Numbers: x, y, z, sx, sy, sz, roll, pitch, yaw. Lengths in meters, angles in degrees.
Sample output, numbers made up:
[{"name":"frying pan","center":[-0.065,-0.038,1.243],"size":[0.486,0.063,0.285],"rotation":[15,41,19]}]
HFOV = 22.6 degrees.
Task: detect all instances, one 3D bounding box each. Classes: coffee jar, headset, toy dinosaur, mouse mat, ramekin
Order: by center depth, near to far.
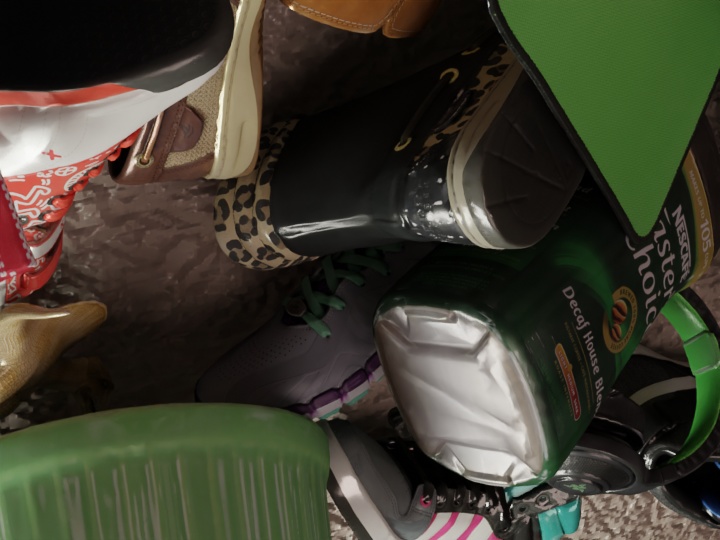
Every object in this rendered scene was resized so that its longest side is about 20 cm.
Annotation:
[{"name":"mouse mat","center":[0.114,-0.121,0.734],"size":[0.200,0.007,0.162],"rotation":[48,62,-51]},{"name":"toy dinosaur","center":[-0.156,0.036,0.775],"size":[0.101,0.058,0.200],"rotation":[-26,167,-6]},{"name":"coffee jar","center":[0.095,-0.001,0.822],"size":[0.200,0.085,0.105],"rotation":[-47,128,-38]},{"name":"ramekin","center":[-0.103,0.140,0.822],"size":[0.199,0.098,0.200],"rotation":[-10,159,-4]},{"name":"headset","center":[0.107,0.054,0.909],"size":[0.199,0.124,0.094],"rotation":[-11,165,-25]}]

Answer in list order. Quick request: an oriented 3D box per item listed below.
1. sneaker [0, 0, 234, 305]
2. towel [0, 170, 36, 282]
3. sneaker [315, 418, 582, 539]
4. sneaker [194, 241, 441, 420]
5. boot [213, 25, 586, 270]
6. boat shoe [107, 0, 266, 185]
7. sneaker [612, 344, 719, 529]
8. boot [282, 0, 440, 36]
[{"name":"sneaker","center":[-0.126,-0.047,0.708],"size":[0.200,0.068,0.108],"rotation":[-16,139,14]},{"name":"towel","center":[-0.232,-0.033,0.644],"size":[0.199,0.022,0.145],"rotation":[-20,100,2]},{"name":"sneaker","center":[0.057,0.108,0.963],"size":[0.120,0.084,0.200],"rotation":[-35,144,6]},{"name":"sneaker","center":[0.000,0.000,0.862],"size":[0.199,0.074,0.088],"rotation":[-29,126,-23]},{"name":"boot","center":[0.037,-0.071,0.802],"size":[0.204,0.153,0.074],"rotation":[-52,124,-46]},{"name":"boat shoe","center":[-0.079,-0.118,0.709],"size":[0.072,0.072,0.201],"rotation":[-12,133,-18]},{"name":"sneaker","center":[0.214,0.104,1.036],"size":[0.199,0.112,0.073],"rotation":[8,122,-35]},{"name":"boot","center":[0.006,-0.173,0.700],"size":[0.200,0.077,0.155],"rotation":[5,131,-54]}]
